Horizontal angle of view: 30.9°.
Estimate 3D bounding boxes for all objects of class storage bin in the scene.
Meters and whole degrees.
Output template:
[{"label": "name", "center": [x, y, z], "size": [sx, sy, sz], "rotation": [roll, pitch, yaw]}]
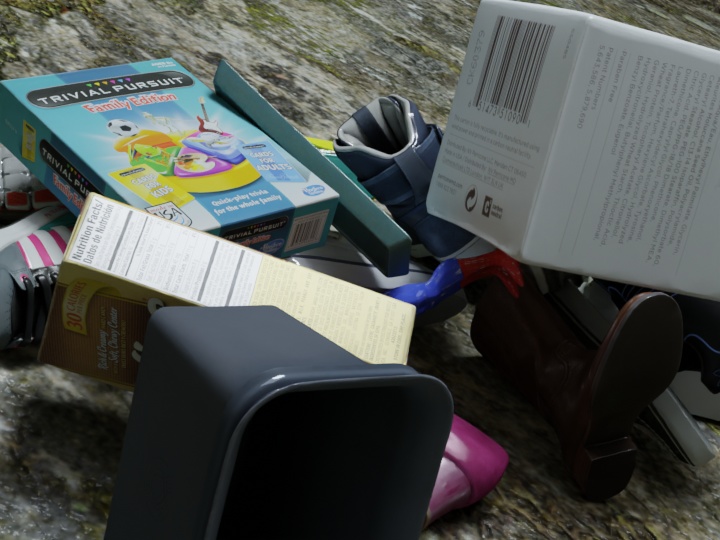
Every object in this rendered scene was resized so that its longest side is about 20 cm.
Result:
[{"label": "storage bin", "center": [-0.050, 0.113, 0.668], "size": [0.145, 0.200, 0.134], "rotation": [0, 24, -37]}]

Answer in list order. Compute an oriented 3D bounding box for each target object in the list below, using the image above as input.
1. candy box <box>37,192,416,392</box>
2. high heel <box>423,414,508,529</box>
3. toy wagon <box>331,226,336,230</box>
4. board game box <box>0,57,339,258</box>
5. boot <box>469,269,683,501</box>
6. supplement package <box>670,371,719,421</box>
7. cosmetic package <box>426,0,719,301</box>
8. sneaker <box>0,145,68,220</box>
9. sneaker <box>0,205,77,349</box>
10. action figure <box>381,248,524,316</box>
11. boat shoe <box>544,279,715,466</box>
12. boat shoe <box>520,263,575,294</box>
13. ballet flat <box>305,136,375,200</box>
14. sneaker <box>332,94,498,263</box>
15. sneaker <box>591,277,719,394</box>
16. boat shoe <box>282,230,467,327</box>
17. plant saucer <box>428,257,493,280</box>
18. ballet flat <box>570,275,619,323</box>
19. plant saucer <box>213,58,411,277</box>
[{"label": "candy box", "center": [-0.081, 0.037, 0.771], "size": [0.200, 0.115, 0.055], "rotation": [19, 52, -9]}, {"label": "high heel", "center": [0.008, 0.088, 0.891], "size": [0.096, 0.067, 0.200], "rotation": [-24, 65, -44]}, {"label": "toy wagon", "center": [-0.065, -0.032, 1.101], "size": [0.200, 0.040, 0.155], "rotation": [4, 31, -34]}, {"label": "board game box", "center": [-0.137, -0.074, 0.909], "size": [0.151, 0.047, 0.200], "rotation": [-18, 48, -43]}, {"label": "boot", "center": [0.148, 0.041, 0.967], "size": [0.064, 0.187, 0.200], "rotation": [-3, 37, -22]}, {"label": "supplement package", "center": [0.311, 0.032, 1.174], "size": [0.120, 0.121, 0.200], "rotation": [15, 26, -15]}, {"label": "cosmetic package", "center": [0.182, -0.085, 0.924], "size": [0.200, 0.165, 0.165], "rotation": [11, 11, -22]}, {"label": "sneaker", "center": [-0.209, -0.049, 1.000], "size": [0.200, 0.082, 0.077], "rotation": [-1, 47, 1]}, {"label": "sneaker", "center": [-0.187, 0.021, 0.861], "size": [0.121, 0.084, 0.200], "rotation": [15, 24, 7]}, {"label": "action figure", "center": [0.025, 0.052, 0.947], "size": [0.200, 0.065, 0.099], "rotation": [-13, 76, -1]}, {"label": "boat shoe", "center": [0.201, 0.090, 1.042], "size": [0.200, 0.064, 0.071], "rotation": [52, 7, 36]}, {"label": "boat shoe", "center": [0.143, -0.042, 1.112], "size": [0.057, 0.067, 0.200], "rotation": [-23, 31, -2]}, {"label": "ballet flat", "center": [-0.075, -0.104, 1.218], "size": [0.200, 0.067, 0.067], "rotation": [15, 5, -21]}, {"label": "sneaker", "center": [0.039, -0.078, 1.081], "size": [0.146, 0.077, 0.202], "rotation": [49, -3, -12]}, {"label": "sneaker", "center": [0.237, 0.033, 1.044], "size": [0.070, 0.078, 0.200], "rotation": [42, -7, -31]}, {"label": "boat shoe", "center": [0.000, 0.000, 1.020], "size": [0.200, 0.072, 0.066], "rotation": [7, 59, -35]}, {"label": "plant saucer", "center": [0.133, -0.046, 1.220], "size": [0.200, 0.035, 0.200], "rotation": [-4, 36, 3]}, {"label": "ballet flat", "center": [0.206, 0.025, 1.166], "size": [0.069, 0.069, 0.200], "rotation": [18, 26, -7]}, {"label": "plant saucer", "center": [-0.038, -0.072, 0.959], "size": [0.019, 0.070, 0.200], "rotation": [-43, 75, -15]}]
